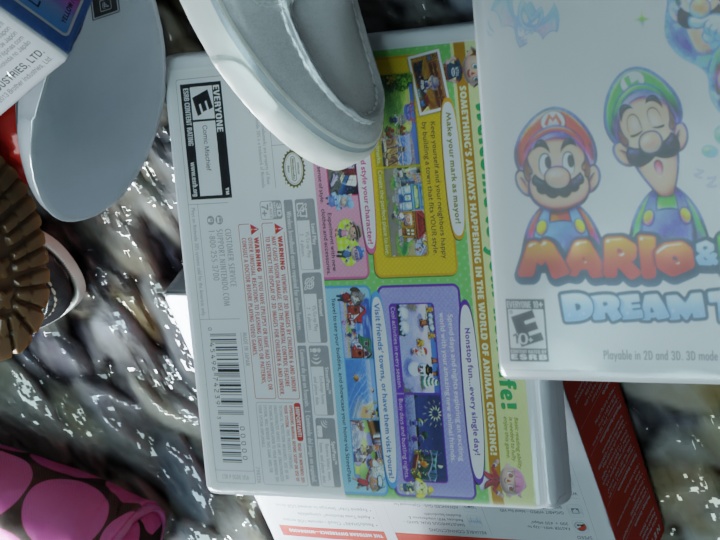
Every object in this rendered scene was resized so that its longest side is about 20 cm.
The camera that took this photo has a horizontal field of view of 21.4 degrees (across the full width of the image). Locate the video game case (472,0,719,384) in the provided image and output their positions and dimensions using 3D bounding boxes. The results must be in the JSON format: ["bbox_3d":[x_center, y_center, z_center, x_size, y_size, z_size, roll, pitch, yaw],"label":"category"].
[{"bbox_3d":[0.136,-0.049,0.706,0.198,0.024,0.184,0,98,31],"label":"video game case"}]

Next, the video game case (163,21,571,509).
[{"bbox_3d":[0.000,0.000,0.825,0.180,0.022,0.202,-2,97,33],"label":"video game case"}]

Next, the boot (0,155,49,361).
[{"bbox_3d":[-0.223,-0.042,0.882,0.107,0.075,0.201,5,135,46],"label":"boot"}]

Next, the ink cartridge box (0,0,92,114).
[{"bbox_3d":[-0.212,-0.134,0.724,0.199,0.077,0.136,34,139,-26],"label":"ink cartridge box"}]

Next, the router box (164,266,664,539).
[{"bbox_3d":[0.026,0.067,0.906,0.198,0.049,0.181,-1,125,32],"label":"router box"}]

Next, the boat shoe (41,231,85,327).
[{"bbox_3d":[-0.233,0.019,1.015,0.198,0.060,0.074,-3,123,33],"label":"boat shoe"}]

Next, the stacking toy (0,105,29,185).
[{"bbox_3d":[-0.202,-0.117,0.875,0.085,0.086,0.200,-22,116,41],"label":"stacking toy"}]

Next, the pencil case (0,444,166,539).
[{"bbox_3d":[-0.213,0.145,1.090,0.198,0.091,0.095,18,98,21],"label":"pencil case"}]

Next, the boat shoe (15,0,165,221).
[{"bbox_3d":[-0.131,-0.120,0.831,0.066,0.069,0.202,41,141,42],"label":"boat shoe"}]

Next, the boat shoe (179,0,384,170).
[{"bbox_3d":[-0.035,-0.139,0.756,0.068,0.072,0.202,-23,94,35],"label":"boat shoe"}]
